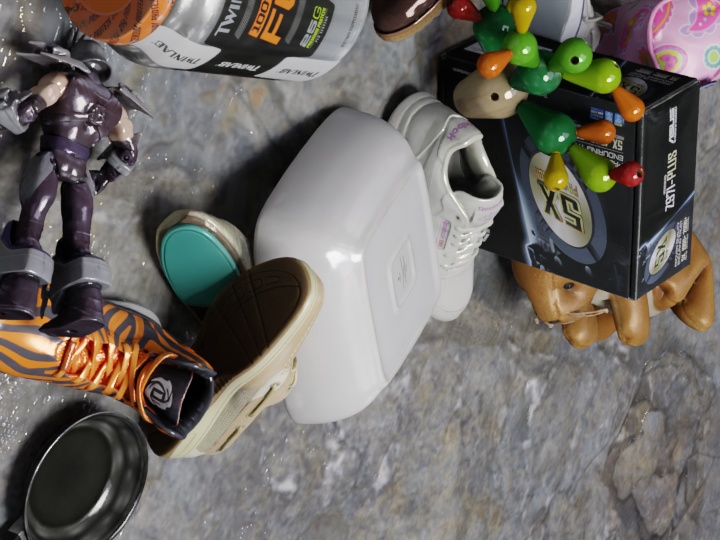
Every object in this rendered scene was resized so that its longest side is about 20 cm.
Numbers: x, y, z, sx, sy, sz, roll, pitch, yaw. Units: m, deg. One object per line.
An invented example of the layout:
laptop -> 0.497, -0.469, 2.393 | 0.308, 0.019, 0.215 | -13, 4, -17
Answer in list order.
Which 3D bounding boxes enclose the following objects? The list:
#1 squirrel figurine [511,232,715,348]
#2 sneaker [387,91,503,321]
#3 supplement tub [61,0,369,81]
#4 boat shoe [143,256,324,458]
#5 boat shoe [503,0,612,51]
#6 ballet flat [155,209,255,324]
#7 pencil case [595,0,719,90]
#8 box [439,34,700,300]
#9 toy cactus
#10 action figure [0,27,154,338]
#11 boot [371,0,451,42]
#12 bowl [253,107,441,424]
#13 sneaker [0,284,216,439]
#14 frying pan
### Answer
squirrel figurine -> 0.207, -0.031, 1.911 | 0.186, 0.141, 0.202 | 5, 88, -43
sneaker -> 0.069, -0.038, 1.724 | 0.075, 0.099, 0.201 | -30, 129, -31
supplement tub -> -0.096, -0.190, 1.419 | 0.199, 0.122, 0.124 | -1, 108, -52
boat shoe -> -0.079, 0.065, 1.543 | 0.065, 0.072, 0.200 | 11, 132, -39
boat shoe -> 0.172, -0.198, 1.805 | 0.086, 0.074, 0.203 | -32, 132, -39
ballet flat -> -0.098, 0.009, 1.580 | 0.201, 0.067, 0.063 | 69, 25, -47
pencil case -> 0.253, -0.188, 1.819 | 0.087, 0.200, 0.088 | 0, 92, -10
box -> 0.164, -0.089, 1.740 | 0.086, 0.199, 0.165 | -29, 129, -43
toy cactus -> 0.121, -0.136, 1.631 | 0.200, 0.165, 0.102 | 49, 65, -14
action figure -> -0.195, -0.063, 1.391 | 0.130, 0.069, 0.202 | 22, 69, -40
boot -> 0.024, -0.290, 1.595 | 0.166, 0.072, 0.201 | 36, 79, -41
bowl -> 0.000, 0.000, 1.628 | 0.200, 0.074, 0.201 | -56, 145, -48
sneaker -> -0.167, 0.057, 1.449 | 0.199, 0.112, 0.078 | 10, 106, -53
frying pan -> -0.217, 0.182, 1.519 | 0.191, 0.031, 0.115 | -56, 142, -12
